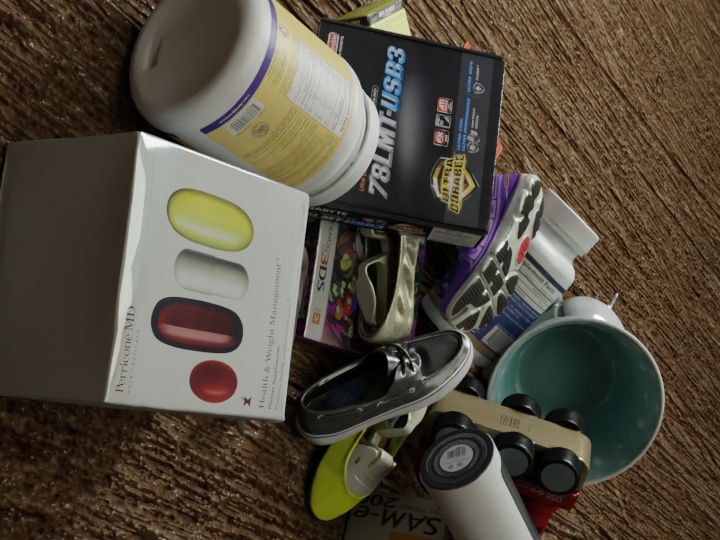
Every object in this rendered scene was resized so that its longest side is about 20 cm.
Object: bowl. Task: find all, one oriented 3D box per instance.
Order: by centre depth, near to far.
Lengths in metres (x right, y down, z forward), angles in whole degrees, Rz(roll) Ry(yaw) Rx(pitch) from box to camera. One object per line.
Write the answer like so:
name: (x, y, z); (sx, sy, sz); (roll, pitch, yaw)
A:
bowl: (0.242, 0.134, 1.295); (0.105, 0.199, 0.203); (-75, 155, -73)

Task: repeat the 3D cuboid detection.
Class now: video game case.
video game case: (0.000, 0.000, 1.192); (0.199, 0.036, 0.183); (23, 72, -52)

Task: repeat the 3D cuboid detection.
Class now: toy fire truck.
toy fire truck: (0.142, 0.228, 1.224); (0.129, 0.174, 0.202); (-64, 171, -61)

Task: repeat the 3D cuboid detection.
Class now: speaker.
speaker: (0.131, 0.257, 1.127); (0.081, 0.081, 0.201); (-55, 129, -39)

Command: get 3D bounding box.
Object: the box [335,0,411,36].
box: (0.032, -0.188, 1.227); (0.075, 0.050, 0.202); (-40, 121, -47)

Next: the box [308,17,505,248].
box: (0.038, -0.137, 1.120); (0.050, 0.196, 0.202); (123, -22, -69)

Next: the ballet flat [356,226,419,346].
ballet flat: (0.026, -0.022, 1.144); (0.062, 0.067, 0.202); (-3, 92, -44)

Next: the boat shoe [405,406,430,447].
boat shoe: (0.091, 0.163, 1.282); (0.198, 0.074, 0.068); (32, 24, -22)

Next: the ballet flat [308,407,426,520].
ballet flat: (0.020, 0.172, 1.156); (0.067, 0.067, 0.201); (47, 67, -32)

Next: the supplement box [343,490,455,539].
supplement box: (0.088, 0.306, 1.239); (0.200, 0.125, 0.074); (38, 61, -49)

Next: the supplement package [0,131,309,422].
supplement package: (-0.162, 0.012, 0.870); (0.199, 0.146, 0.193); (16, 77, -54)

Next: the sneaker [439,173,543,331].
sneaker: (0.131, -0.021, 1.210); (0.201, 0.083, 0.081); (-60, 144, -28)

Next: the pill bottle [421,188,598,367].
pill bottle: (0.175, 0.006, 1.292); (0.200, 0.111, 0.111); (-45, 139, 8)

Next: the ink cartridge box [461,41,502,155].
ink cartridge box: (0.111, -0.158, 1.247); (0.200, 0.050, 0.110); (-54, 132, -36)

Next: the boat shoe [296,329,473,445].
boat shoe: (0.024, 0.105, 1.123); (0.067, 0.198, 0.070); (80, -16, -55)

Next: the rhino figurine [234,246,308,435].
rhino figurine: (-0.091, 0.053, 1.044); (0.087, 0.059, 0.202); (21, 76, -64)

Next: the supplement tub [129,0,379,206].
supplement tub: (-0.086, -0.151, 0.978); (0.200, 0.144, 0.147); (32, 65, -50)

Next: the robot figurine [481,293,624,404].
robot figurine: (0.251, 0.108, 1.409); (0.113, 0.199, 0.171); (17, 44, -55)
